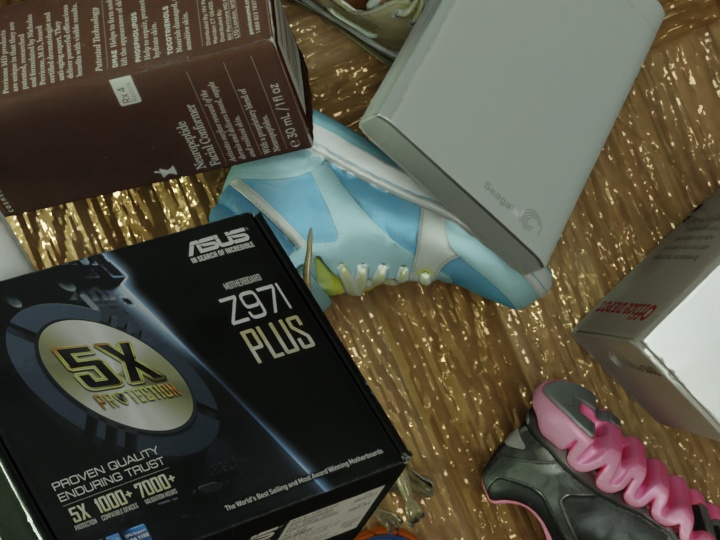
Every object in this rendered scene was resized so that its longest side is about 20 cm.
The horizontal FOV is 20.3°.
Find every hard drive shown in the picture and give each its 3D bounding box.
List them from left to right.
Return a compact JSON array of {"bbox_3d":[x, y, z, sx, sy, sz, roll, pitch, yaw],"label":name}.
[{"bbox_3d":[0.091,-0.116,1.136,0.132,0.026,0.200,41,57,-20],"label":"hard drive"}]

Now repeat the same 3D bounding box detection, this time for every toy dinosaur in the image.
[{"bbox_3d":[-0.009,0.082,1.109,0.058,0.101,0.200,-23,129,3],"label":"toy dinosaur"}]

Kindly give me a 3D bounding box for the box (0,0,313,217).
[{"bbox_3d":[-0.134,-0.100,1.095,0.199,0.100,0.075,-12,56,7],"label":"box"}]

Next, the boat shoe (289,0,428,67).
[{"bbox_3d":[0.018,-0.162,1.162,0.199,0.068,0.075,21,86,-7],"label":"boat shoe"}]

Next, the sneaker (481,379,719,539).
[{"bbox_3d":[0.154,0.158,1.182,0.200,0.079,0.095,43,106,-4],"label":"sneaker"}]

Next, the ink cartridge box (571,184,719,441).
[{"bbox_3d":[0.232,-0.002,1.148,0.200,0.146,0.084,-44,96,-5],"label":"ink cartridge box"}]

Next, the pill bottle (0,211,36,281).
[{"bbox_3d":[-0.268,0.026,1.032,0.200,0.111,0.111,-32,93,-6],"label":"pill bottle"}]

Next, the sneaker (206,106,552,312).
[{"bbox_3d":[0.000,0.000,1.153,0.200,0.080,0.131,30,83,4],"label":"sneaker"}]

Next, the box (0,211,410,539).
[{"bbox_3d":[-0.104,0.078,1.000,0.199,0.086,0.164,-16,62,-34],"label":"box"}]

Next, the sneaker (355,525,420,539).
[{"bbox_3d":[-0.036,0.224,1.142,0.075,0.078,0.200,43,84,-4],"label":"sneaker"}]
